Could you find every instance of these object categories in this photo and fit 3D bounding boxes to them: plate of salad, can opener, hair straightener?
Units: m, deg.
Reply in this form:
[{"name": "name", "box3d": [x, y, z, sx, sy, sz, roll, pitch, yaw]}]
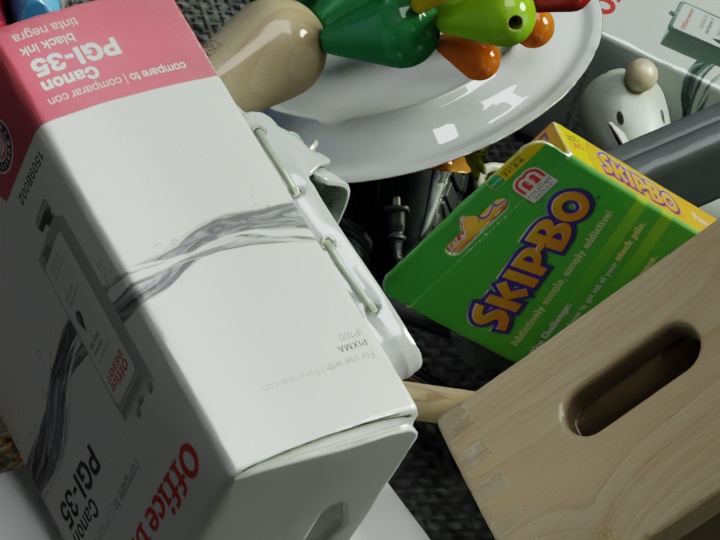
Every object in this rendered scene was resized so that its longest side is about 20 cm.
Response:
[{"name": "plate of salad", "box3d": [0.016, -0.092, 1.324, 0.199, 0.048, 0.200, -12, 35, 8]}, {"name": "can opener", "box3d": [0.122, -0.026, 1.238, 0.200, 0.067, 0.053, -28, 18, -2]}, {"name": "hair straightener", "box3d": [0.000, 0.000, 1.293, 0.200, 0.077, 0.041, 28, 6, 26]}]

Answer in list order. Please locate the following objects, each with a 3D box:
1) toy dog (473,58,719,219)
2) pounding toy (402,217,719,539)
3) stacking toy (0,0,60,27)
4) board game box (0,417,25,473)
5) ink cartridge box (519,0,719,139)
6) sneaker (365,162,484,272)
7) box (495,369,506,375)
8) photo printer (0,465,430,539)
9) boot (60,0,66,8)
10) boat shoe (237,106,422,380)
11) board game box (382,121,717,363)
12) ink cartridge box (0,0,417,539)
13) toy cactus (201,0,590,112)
[{"name": "toy dog", "box3d": [0.158, -0.033, 1.311, 0.132, 0.096, 0.200, -23, 56, -38]}, {"name": "pounding toy", "box3d": [0.114, 0.073, 1.161, 0.184, 0.200, 0.142, 40, 18, -52]}, {"name": "stacking toy", "box3d": [-0.226, -0.091, 1.155, 0.199, 0.116, 0.110, -14, 47, -17]}, {"name": "board game box", "box3d": [-0.152, -0.006, 1.228, 0.200, 0.097, 0.160, -17, 53, -33]}, {"name": "ink cartridge box", "box3d": [0.198, -0.095, 1.460, 0.200, 0.083, 0.147, 26, 42, 8]}, {"name": "sneaker", "box3d": [0.014, -0.060, 1.382, 0.087, 0.076, 0.200, 0, 41, 9]}, {"name": "box", "box3d": [0.164, 0.056, 1.322, 0.199, 0.040, 0.137, 2, 46, -18]}, {"name": "photo printer", "box3d": [-0.067, 0.137, 1.129, 0.200, 0.070, 0.167, -15, 52, -32]}, {"name": "boot", "box3d": [-0.243, -0.186, 1.406, 0.199, 0.073, 0.145, 13, 41, -19]}, {"name": "boat shoe", "box3d": [-0.036, -0.021, 1.154, 0.067, 0.074, 0.200, -22, 63, -8]}, {"name": "board game box", "box3d": [0.104, 0.008, 1.186, 0.200, 0.096, 0.030, 26, 30, -40]}, {"name": "ink cartridge box", "box3d": [-0.078, 0.020, 1.062, 0.083, 0.147, 0.200, -16, 63, -31]}, {"name": "toy cactus", "box3d": [-0.009, -0.122, 1.256, 0.165, 0.102, 0.200, -35, 45, -23]}]
